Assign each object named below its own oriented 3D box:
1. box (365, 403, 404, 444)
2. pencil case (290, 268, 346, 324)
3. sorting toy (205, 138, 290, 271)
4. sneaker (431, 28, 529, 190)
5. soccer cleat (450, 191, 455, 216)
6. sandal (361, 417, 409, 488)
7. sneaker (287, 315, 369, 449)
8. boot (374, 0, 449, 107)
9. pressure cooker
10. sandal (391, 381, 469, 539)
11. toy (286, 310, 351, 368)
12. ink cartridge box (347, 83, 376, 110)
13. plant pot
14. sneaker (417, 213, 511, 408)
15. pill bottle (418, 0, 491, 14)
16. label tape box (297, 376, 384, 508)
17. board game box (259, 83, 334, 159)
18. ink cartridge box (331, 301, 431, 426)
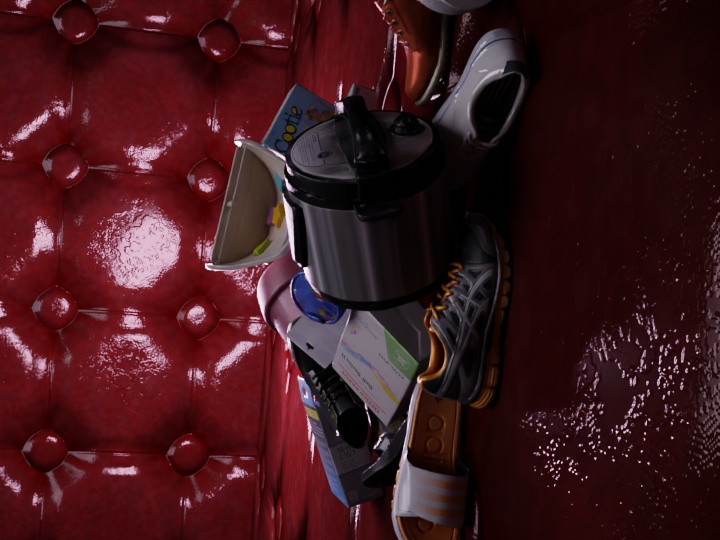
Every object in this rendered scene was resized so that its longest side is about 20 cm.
[{"bbox_3d":[0.036,0.209,1.225,0.200,0.041,0.039,-106,21,-61],"label":"box"},{"bbox_3d":[0.000,0.000,1.094,0.078,0.200,0.087,17,124,35],"label":"pencil case"},{"bbox_3d":[-0.131,-0.083,1.233,0.180,0.106,0.201,11,88,63],"label":"sorting toy"},{"bbox_3d":[0.118,-0.152,0.890,0.201,0.072,0.071,107,166,-46],"label":"sneaker"},{"bbox_3d":[0.088,-0.086,1.040,0.201,0.081,0.068,-61,11,11],"label":"soccer cleat"},{"bbox_3d":[0.057,0.216,1.058,0.201,0.075,0.048,121,146,-47],"label":"sandal"},{"bbox_3d":[-0.038,0.155,1.214,0.201,0.074,0.106,61,173,-3],"label":"sneaker"},{"bbox_3d":[0.066,-0.320,1.124,0.075,0.106,0.201,-122,36,-67],"label":"boot"},{"bbox_3d":[0.009,-0.083,0.904,0.175,0.178,0.201,19,134,34],"label":"pressure cooker"},{"bbox_3d":[0.080,0.211,0.927,0.059,0.079,0.208,131,143,-75],"label":"sandal"},{"bbox_3d":[-0.001,0.050,1.199,0.200,0.047,0.115,-49,37,-8],"label":"toy"},{"bbox_3d":[-0.036,-0.121,1.131,0.200,0.040,0.200,-82,13,-57],"label":"ink cartridge box"},{"bbox_3d":[-0.049,0.078,1.370,0.201,0.199,0.180,108,146,-48],"label":"plant pot"},{"bbox_3d":[0.105,0.040,0.878,0.078,0.077,0.202,159,116,-79],"label":"sneaker"},{"bbox_3d":[0.097,-0.353,0.963,0.200,0.111,0.113,-109,26,-63],"label":"pill bottle"},{"bbox_3d":[-0.036,0.257,1.340,0.143,0.066,0.201,157,96,-77],"label":"label tape box"},{"bbox_3d":[-0.042,-0.182,1.297,0.105,0.199,0.103,-60,12,-2],"label":"board game box"},{"bbox_3d":[0.032,0.116,1.086,0.117,0.067,0.201,45,146,20],"label":"ink cartridge box"}]
